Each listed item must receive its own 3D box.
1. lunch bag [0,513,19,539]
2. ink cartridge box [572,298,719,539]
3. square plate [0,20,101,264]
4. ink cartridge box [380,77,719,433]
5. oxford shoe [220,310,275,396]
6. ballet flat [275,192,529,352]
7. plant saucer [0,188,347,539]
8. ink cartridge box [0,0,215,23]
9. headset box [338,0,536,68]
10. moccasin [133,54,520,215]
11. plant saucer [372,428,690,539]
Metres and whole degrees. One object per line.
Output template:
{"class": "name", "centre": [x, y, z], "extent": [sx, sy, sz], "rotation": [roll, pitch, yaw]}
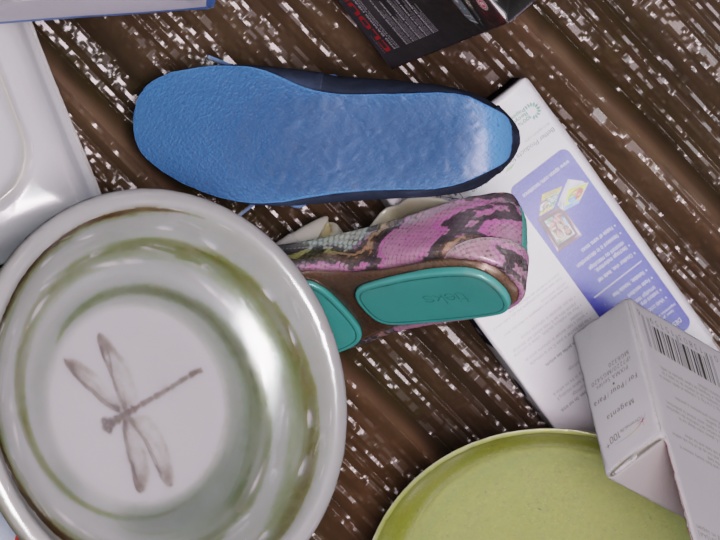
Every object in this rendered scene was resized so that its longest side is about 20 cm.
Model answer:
{"class": "lunch bag", "centre": [-0.201, 0.097, 1.316], "extent": [0.160, 0.075, 0.201], "rotation": [20, 74, -27]}
{"class": "ink cartridge box", "centre": [0.200, 0.124, 1.374], "extent": [0.200, 0.174, 0.044], "rotation": [29, 127, -36]}
{"class": "square plate", "centre": [-0.250, -0.081, 1.363], "extent": [0.199, 0.028, 0.199], "rotation": [-20, 78, -8]}
{"class": "ink cartridge box", "centre": [0.103, 0.006, 1.448], "extent": [0.099, 0.039, 0.200], "rotation": [-36, 97, -5]}
{"class": "oxford shoe", "centre": [-0.055, 0.108, 1.394], "extent": [0.074, 0.070, 0.201], "rotation": [-3, 112, 20]}
{"class": "ballet flat", "centre": [0.000, 0.000, 1.400], "extent": [0.199, 0.071, 0.069], "rotation": [-13, 135, 31]}
{"class": "plant saucer", "centre": [-0.102, 0.063, 1.306], "extent": [0.199, 0.050, 0.201], "rotation": [7, 77, -31]}
{"class": "ink cartridge box", "centre": [-0.145, -0.229, 1.357], "extent": [0.136, 0.076, 0.201], "rotation": [-4, 77, -8]}
{"class": "headset box", "centre": [0.019, -0.185, 1.342], "extent": [0.075, 0.200, 0.149], "rotation": [-41, 100, -15]}
{"class": "moccasin", "centre": [-0.016, -0.061, 1.398], "extent": [0.199, 0.068, 0.081], "rotation": [10, 94, 19]}
{"class": "plant saucer", "centre": [0.100, 0.169, 1.436], "extent": [0.199, 0.031, 0.201], "rotation": [2, 110, 5]}
